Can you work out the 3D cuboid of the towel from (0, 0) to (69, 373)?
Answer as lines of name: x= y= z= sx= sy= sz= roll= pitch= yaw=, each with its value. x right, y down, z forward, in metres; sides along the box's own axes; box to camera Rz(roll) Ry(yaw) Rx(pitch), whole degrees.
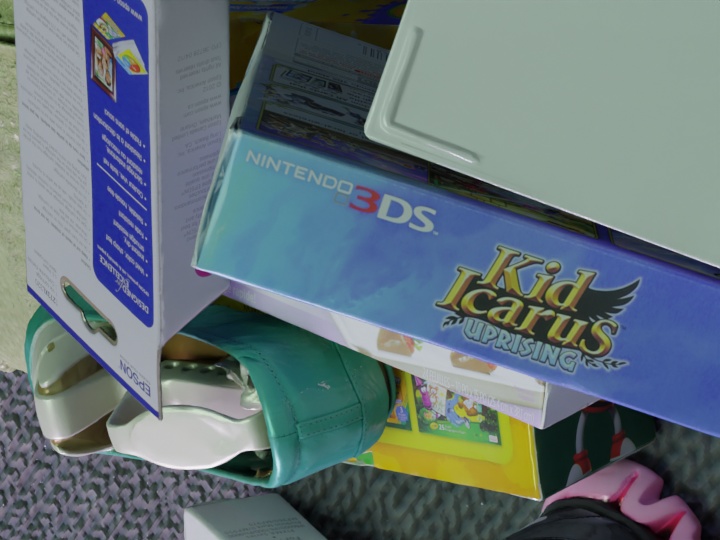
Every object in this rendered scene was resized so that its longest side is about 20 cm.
towel: x=-0.149 y=-0.037 z=1.171 sx=0.148 sy=0.036 sz=0.201 roll=14 pitch=130 yaw=40

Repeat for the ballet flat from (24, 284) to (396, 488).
ballet flat: x=-0.077 y=0.042 z=1.024 sx=0.199 sy=0.070 sz=0.068 roll=3 pitch=109 yaw=45

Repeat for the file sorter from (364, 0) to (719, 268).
file sorter: x=0.125 y=-0.072 z=0.778 sx=0.199 sy=0.125 sz=0.140 roll=21 pitch=99 yaw=8

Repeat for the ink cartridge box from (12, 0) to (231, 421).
ink cartridge box: x=-0.081 y=-0.057 z=0.941 sx=0.095 sy=0.037 sz=0.201 roll=40 pitch=138 yaw=41

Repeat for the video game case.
video game case: x=0.055 y=-0.012 z=0.835 sx=0.199 sy=0.181 sz=0.046 roll=18 pitch=104 yaw=-3

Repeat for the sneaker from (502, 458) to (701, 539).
sneaker: x=0.117 y=0.145 z=0.955 sx=0.200 sy=0.095 sz=0.079 roll=33 pitch=124 yaw=31

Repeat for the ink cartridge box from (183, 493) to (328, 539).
ink cartridge box: x=-0.011 y=0.197 z=1.091 sx=0.200 sy=0.057 sz=0.164 roll=-140 pitch=46 yaw=-62

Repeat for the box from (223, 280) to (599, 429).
box: x=0.000 y=0.000 z=0.952 sx=0.199 sy=0.041 sz=0.039 roll=21 pitch=119 yaw=38

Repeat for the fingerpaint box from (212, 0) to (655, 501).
fingerpaint box: x=0.004 y=-0.019 z=1.024 sx=0.199 sy=0.073 sz=0.168 roll=6 pitch=109 yaw=44
